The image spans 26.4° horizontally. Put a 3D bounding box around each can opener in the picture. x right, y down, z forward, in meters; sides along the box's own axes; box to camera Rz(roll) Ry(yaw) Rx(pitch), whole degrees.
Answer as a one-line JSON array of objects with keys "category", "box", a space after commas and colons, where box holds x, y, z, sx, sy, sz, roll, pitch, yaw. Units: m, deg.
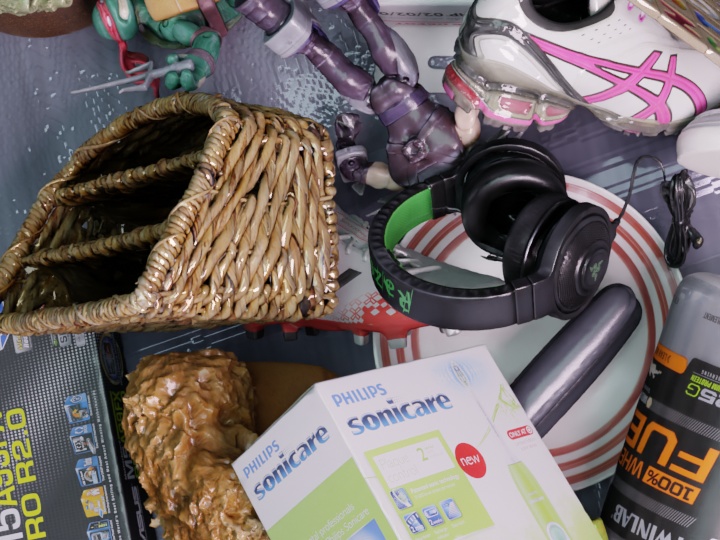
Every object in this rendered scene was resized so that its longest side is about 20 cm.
[{"category": "can opener", "box": [0.094, 0.085, 0.912, 0.079, 0.063, 0.200, 45, 98, 13]}]

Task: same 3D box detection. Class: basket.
[{"category": "basket", "box": [-0.128, -0.035, 0.918, 0.199, 0.148, 0.144, -7, 84, 50]}]

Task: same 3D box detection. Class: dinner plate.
[{"category": "dinner plate", "box": [0.106, 0.039, 0.956, 0.199, 0.024, 0.202, -1, 87, 15]}]

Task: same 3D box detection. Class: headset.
[{"category": "headset", "box": [0.103, -0.014, 0.878, 0.199, 0.094, 0.124, -18, 38, -13]}]

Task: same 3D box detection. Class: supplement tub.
[{"category": "supplement tub", "box": [0.209, 0.111, 0.868, 0.122, 0.122, 0.201, 19, 96, 15]}]

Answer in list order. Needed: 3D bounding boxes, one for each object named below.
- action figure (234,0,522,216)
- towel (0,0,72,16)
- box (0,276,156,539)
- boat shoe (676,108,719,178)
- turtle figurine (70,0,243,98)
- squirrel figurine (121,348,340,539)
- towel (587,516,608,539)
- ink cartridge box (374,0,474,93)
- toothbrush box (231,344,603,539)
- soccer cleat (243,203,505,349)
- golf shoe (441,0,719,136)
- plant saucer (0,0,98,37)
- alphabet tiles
[{"category": "action figure", "box": [0.017, -0.113, 0.926, 0.130, 0.069, 0.200, -33, 106, 20]}, {"category": "towel", "box": [-0.265, -0.248, 0.994, 0.199, 0.036, 0.149, 13, 90, 15]}, {"category": "box", "box": [-0.233, 0.106, 1.030, 0.159, 0.044, 0.201, -13, 83, 13]}, {"category": "boat shoe", "box": [0.282, -0.092, 0.887, 0.199, 0.072, 0.069, -4, 77, 7]}, {"category": "turtle figurine", "box": [-0.108, -0.191, 0.990, 0.199, 0.101, 0.150, -23, 88, -1]}, {"category": "squirrel figurine", "box": [-0.081, 0.149, 0.906, 0.141, 0.200, 0.188, -5, 73, 8]}, {"category": "towel", "box": [0.119, 0.241, 0.885, 0.023, 0.143, 0.201, -6, 86, -24]}, {"category": "ink cartridge box", "box": [0.059, -0.216, 0.963, 0.114, 0.068, 0.201, 2, 87, 15]}, {"category": "toothbrush box", "box": [0.048, 0.152, 0.798, 0.086, 0.145, 0.201, -46, 66, 35]}, {"category": "soccer cleat", "box": [0.000, 0.000, 0.938, 0.199, 0.068, 0.086, -1, 98, 39]}, {"category": "golf shoe", "box": [0.147, -0.129, 0.876, 0.073, 0.199, 0.092, 56, 137, 40]}, {"category": "plant saucer", "box": [-0.224, -0.263, 1.060, 0.199, 0.034, 0.202, -1, 85, 16]}, {"category": "alphabet tiles", "box": [0.155, -0.176, 0.866, 0.199, 0.167, 0.006, 32, 117, -18]}]
